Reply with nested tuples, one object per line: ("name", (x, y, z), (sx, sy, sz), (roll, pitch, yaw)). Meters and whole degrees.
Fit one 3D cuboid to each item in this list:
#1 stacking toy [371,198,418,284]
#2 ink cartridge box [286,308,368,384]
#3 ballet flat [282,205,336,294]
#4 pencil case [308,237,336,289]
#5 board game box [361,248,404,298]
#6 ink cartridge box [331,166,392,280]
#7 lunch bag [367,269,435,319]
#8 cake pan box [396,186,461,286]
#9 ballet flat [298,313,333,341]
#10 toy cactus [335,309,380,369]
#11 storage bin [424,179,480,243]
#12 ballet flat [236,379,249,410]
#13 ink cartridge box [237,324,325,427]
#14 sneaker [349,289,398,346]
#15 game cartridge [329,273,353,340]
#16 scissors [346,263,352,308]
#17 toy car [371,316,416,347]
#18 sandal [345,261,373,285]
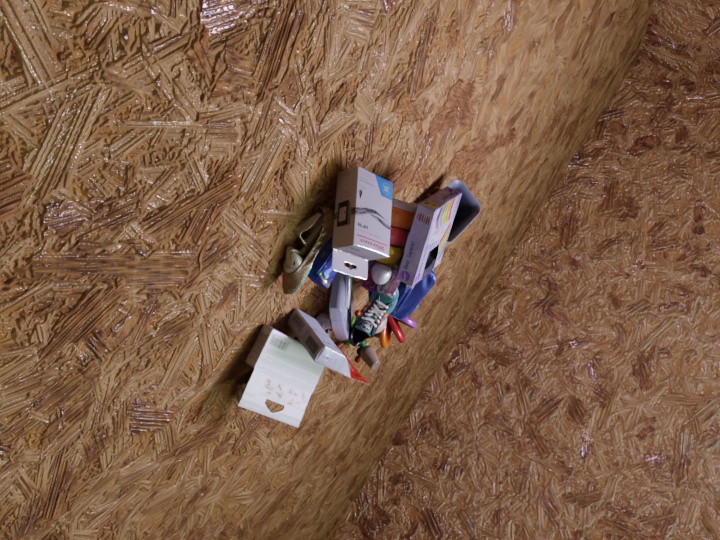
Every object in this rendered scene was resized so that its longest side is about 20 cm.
("stacking toy", (0.062, -0.069, 1.379), (0.145, 0.142, 0.207), (6, 100, -66))
("ink cartridge box", (-0.067, 0.182, 1.390), (0.198, 0.160, 0.048), (32, 97, -42))
("ballet flat", (-0.117, -0.048, 1.208), (0.065, 0.070, 0.204), (34, 86, -42))
("pencil case", (-0.050, -0.060, 1.292), (0.203, 0.077, 0.087), (-56, 172, -2))
("board game box", (0.082, -0.037, 1.445), (0.032, 0.119, 0.205), (30, 82, -26))
("ink cartridge box", (0.005, -0.094, 1.206), (0.114, 0.065, 0.208), (15, 73, -45))
("lunch bag", (0.100, 0.029, 1.538), (0.202, 0.133, 0.134), (-56, -160, 32))
("cake pan box", (0.161, -0.079, 1.374), (0.183, 0.051, 0.206), (-30, 140, -55))
("ballet flat", (-0.135, 0.197, 1.485), (0.201, 0.071, 0.072), (-51, 158, -14))
("toy cactus", (-0.004, 0.213, 1.681), (0.100, 0.166, 0.204), (-22, 141, -20))
("storage bin", (0.232, -0.157, 1.728), (0.199, 0.147, 0.134), (-42, -178, -32))
("ballet flat", (-0.213, 0.264, 1.388), (0.074, 0.066, 0.197), (-16, -178, 40))
("ink cartridge box", (-0.180, 0.243, 1.333), (0.198, 0.044, 0.181), (34, 78, -43))
("sneaker", (0.033, 0.119, 1.487), (0.202, 0.070, 0.081), (-57, -176, 35))
("game cartridge", (-0.047, 0.095, 1.490), (0.202, 0.040, 0.137), (79, 11, -61))
("scissors", (-0.019, -0.012, 1.415), (0.073, 0.014, 0.207), (-37, 128, -49))
("toy car", (0.104, 0.145, 1.819), (0.203, 0.148, 0.175), (-55, 158, -2))
("sandal", (0.005, -0.006, 1.515), (0.080, 0.058, 0.208), (-52, 158, -12))
